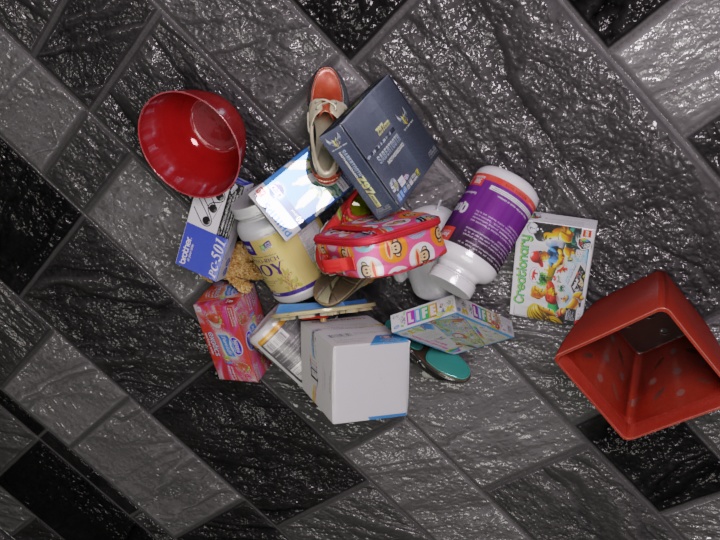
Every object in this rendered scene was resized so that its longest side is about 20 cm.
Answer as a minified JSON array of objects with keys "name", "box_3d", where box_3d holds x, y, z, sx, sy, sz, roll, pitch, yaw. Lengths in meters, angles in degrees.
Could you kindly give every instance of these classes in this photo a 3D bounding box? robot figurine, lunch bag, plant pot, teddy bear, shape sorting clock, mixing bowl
[{"name":"robot figurine","box_3d":[0.131,-0.028,1.330,0.170,0.113,0.200,-16,117,9]},{"name":"lunch bag","box_3d":[0.017,-0.035,1.190,0.200,0.176,0.082,9,115,62]},{"name":"plant pot","box_3d":[0.462,0.119,1.245,0.200,0.176,0.200,-33,106,37]},{"name":"teddy bear","box_3d":[-0.248,-0.021,1.532,0.200,0.067,0.145,16,125,13]},{"name":"shape sorting clock","box_3d":[-0.070,0.077,1.450,0.200,0.200,0.039,-3,89,26]},{"name":"mixing bowl","box_3d":[-0.280,-0.240,1.369,0.200,0.108,0.200,11,125,16]}]

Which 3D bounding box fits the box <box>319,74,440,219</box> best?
[{"name":"box","box_3d":[0.036,-0.196,1.201,0.051,0.200,0.158,-25,109,38]}]

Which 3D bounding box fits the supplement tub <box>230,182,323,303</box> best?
[{"name":"supplement tub","box_3d":[-0.135,-0.057,1.408,0.145,0.145,0.200,-14,116,31]}]

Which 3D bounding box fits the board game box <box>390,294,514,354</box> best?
[{"name":"board game box","box_3d":[0.167,0.100,1.378,0.134,0.034,0.200,-21,151,33]}]

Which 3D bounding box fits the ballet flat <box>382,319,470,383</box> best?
[{"name":"ballet flat","box_3d":[0.122,0.165,1.505,0.200,0.068,0.068,33,140,13]}]

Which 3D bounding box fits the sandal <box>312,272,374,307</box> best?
[{"name":"sandal","box_3d":[0.000,0.000,1.385,0.080,0.200,0.054,48,165,19]}]

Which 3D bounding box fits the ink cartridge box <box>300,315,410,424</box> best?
[{"name":"ink cartridge box","box_3d":[-0.015,0.178,1.436,0.147,0.200,0.145,-3,101,-20]}]

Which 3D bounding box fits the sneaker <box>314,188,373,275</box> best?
[{"name":"sneaker","box_3d":[-0.020,-0.083,1.324,0.077,0.085,0.200,30,93,1]}]

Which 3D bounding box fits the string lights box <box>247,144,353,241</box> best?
[{"name":"string lights box","box_3d":[-0.081,-0.150,1.296,0.200,0.059,0.103,-40,98,-5]}]

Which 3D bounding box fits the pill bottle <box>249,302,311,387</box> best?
[{"name":"pill bottle","box_3d":[-0.119,0.165,1.572,0.200,0.116,0.116,43,128,-9]}]

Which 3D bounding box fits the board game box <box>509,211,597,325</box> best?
[{"name":"board game box","box_3d":[0.326,-0.002,1.313,0.126,0.035,0.200,10,126,18]}]

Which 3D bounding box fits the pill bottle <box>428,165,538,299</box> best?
[{"name":"pill bottle","box_3d":[0.190,-0.059,1.222,0.112,0.200,0.112,31,172,5]}]

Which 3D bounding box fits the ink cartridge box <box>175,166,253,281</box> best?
[{"name":"ink cartridge box","box_3d":[-0.280,-0.089,1.472,0.094,0.044,0.200,24,109,10]}]

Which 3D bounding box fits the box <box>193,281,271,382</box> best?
[{"name":"box","box_3d":[-0.262,0.129,1.622,0.100,0.095,0.200,2,123,22]}]

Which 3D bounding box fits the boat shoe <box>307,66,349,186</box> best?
[{"name":"boat shoe","box_3d":[-0.054,-0.238,1.237,0.071,0.063,0.200,0,81,2]}]
